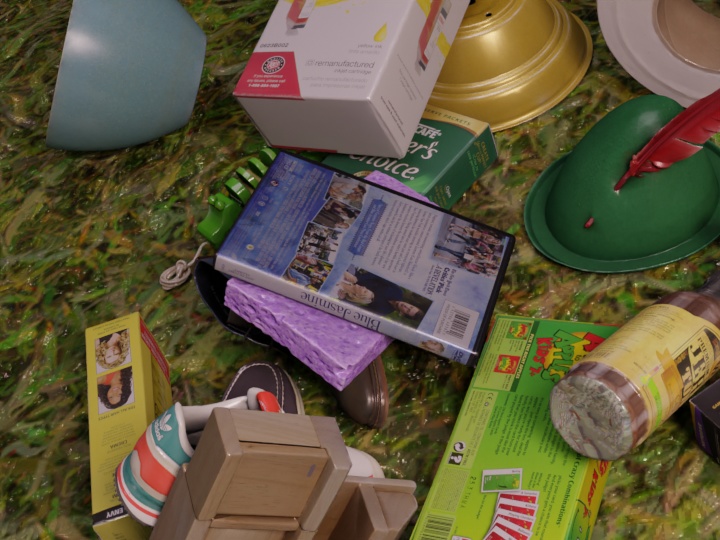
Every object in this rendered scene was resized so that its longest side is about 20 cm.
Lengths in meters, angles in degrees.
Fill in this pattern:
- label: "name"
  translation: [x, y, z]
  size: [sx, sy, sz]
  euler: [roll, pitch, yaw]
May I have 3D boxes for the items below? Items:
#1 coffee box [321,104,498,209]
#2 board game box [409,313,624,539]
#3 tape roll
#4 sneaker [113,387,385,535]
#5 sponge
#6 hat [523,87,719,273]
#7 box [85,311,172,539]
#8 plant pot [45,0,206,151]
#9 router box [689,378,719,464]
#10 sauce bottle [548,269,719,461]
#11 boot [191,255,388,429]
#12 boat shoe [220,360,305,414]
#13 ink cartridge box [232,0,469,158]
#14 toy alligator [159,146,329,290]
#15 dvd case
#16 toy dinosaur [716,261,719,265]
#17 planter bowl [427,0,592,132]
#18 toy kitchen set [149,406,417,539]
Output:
- label: "coffee box"
  translation: [0.013, -0.068, 1.058]
  size: [0.123, 0.044, 0.200]
  euler: [25, 62, 39]
- label: "board game box"
  translation: [0.114, 0.124, 0.822]
  size: [0.101, 0.048, 0.200]
  euler: [5, 50, 27]
- label: "tape roll"
  translation: [0.295, -0.219, 0.969]
  size: [0.202, 0.203, 0.071]
  euler: [7, 51, 30]
- label: "sneaker"
  translation: [-0.055, 0.126, 0.798]
  size: [0.199, 0.094, 0.070]
  euler: [10, 40, -31]
- label: "sponge"
  translation: [0.000, 0.000, 0.916]
  size: [0.111, 0.030, 0.200]
  euler: [33, 44, 17]
- label: "hat"
  translation: [0.205, -0.116, 0.921]
  size: [0.199, 0.176, 0.166]
  euler: [-13, 44, 12]
- label: "box"
  translation: [-0.173, 0.129, 0.928]
  size: [0.050, 0.075, 0.200]
  euler: [-19, 42, 2]
- label: "plant pot"
  translation: [-0.230, -0.208, 1.222]
  size: [0.134, 0.200, 0.200]
  euler: [11, 43, -14]
- label: "router box"
  translation: [0.335, 0.087, 0.756]
  size: [0.200, 0.052, 0.157]
  euler: [-33, 43, -9]
- label: "sauce bottle"
  translation: [0.204, 0.053, 0.804]
  size: [0.065, 0.065, 0.200]
  euler: [20, 38, 37]
- label: "boot"
  translation: [-0.056, 0.050, 0.921]
  size: [0.097, 0.075, 0.200]
  euler: [-5, 40, -28]
- label: "boat shoe"
  translation: [-0.089, 0.139, 0.884]
  size: [0.072, 0.065, 0.200]
  euler: [-6, 45, 21]
- label: "ink cartridge box"
  translation: [-0.003, -0.207, 1.069]
  size: [0.145, 0.083, 0.200]
  euler: [7, 62, 32]
- label: "toy alligator"
  translation: [-0.111, -0.062, 1.099]
  size: [0.200, 0.054, 0.059]
  euler: [-39, 44, -16]
- label: "dvd case"
  translation: [0.008, -0.014, 0.898]
  size: [0.199, 0.018, 0.143]
  euler: [21, 41, 4]
- label: "toy dinosaur"
  translation: [0.358, -0.043, 0.844]
  size: [0.200, 0.077, 0.102]
  euler: [-13, 40, 43]
- label: "planter bowl"
  translation: [0.111, -0.223, 1.139]
  size: [0.200, 0.084, 0.201]
  euler: [-13, 43, 13]
- label: "toy kitchen set"
  translation: [-0.028, 0.217, 0.723]
  size: [0.163, 0.200, 0.181]
  euler: [8, 34, -27]
